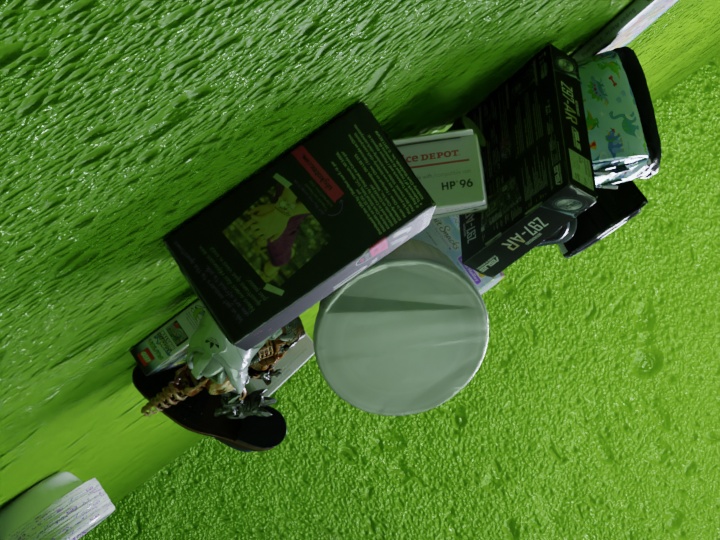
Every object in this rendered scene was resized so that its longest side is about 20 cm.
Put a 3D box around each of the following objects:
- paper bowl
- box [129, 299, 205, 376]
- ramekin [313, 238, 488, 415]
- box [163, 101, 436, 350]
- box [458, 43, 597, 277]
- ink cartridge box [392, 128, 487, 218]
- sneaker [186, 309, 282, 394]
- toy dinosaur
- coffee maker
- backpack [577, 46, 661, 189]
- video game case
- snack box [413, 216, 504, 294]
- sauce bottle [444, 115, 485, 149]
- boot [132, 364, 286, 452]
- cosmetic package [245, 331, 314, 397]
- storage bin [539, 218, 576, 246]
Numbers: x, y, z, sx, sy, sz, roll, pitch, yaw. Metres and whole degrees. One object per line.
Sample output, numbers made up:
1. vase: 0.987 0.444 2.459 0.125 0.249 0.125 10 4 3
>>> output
1. paper bowl: -0.497 0.396 2.270 0.200 0.105 0.201 -35 175 -4
2. box: -0.184 0.069 1.655 0.110 0.035 0.200 -36 175 9
3. ramekin: 0.042 0.055 1.623 0.202 0.203 0.094 -36 -154 12
4. box: -0.048 -0.032 1.188 0.199 0.107 0.122 -34 175 -2
5. box: 0.168 -0.116 1.505 0.160 0.043 0.201 -39 -142 37
6. ink cartridge box: 0.062 -0.088 1.388 0.115 0.069 0.200 -8 178 7
7. sneaker: -0.126 0.063 1.523 0.116 0.075 0.200 -65 166 4
8. toy dinosaur: -0.156 0.108 1.640 0.198 0.103 0.136 -8 161 3
9. coffee maker: 0.295 -0.138 1.981 0.134 0.201 0.192 -34 175 -15
10. backpack: 0.243 -0.166 1.655 0.198 0.165 0.154 -13 178 -5
11. video game case: 0.346 -0.314 1.702 0.143 0.018 0.200 -30 173 -43
12. snack box: 0.102 -0.040 1.778 0.067 0.169 0.200 -37 176 10
13. sauce bottle: 0.048 -0.090 1.536 0.199 0.065 0.065 -36 175 23
14. boot: -0.194 0.175 1.752 0.075 0.199 0.097 -67 -171 -24
15. cosmetic package: -0.152 0.117 1.833 0.108 0.085 0.200 -42 -171 -27
16. storage bin: 0.169 -0.091 1.936 0.199 0.147 0.134 -6 -174 42
